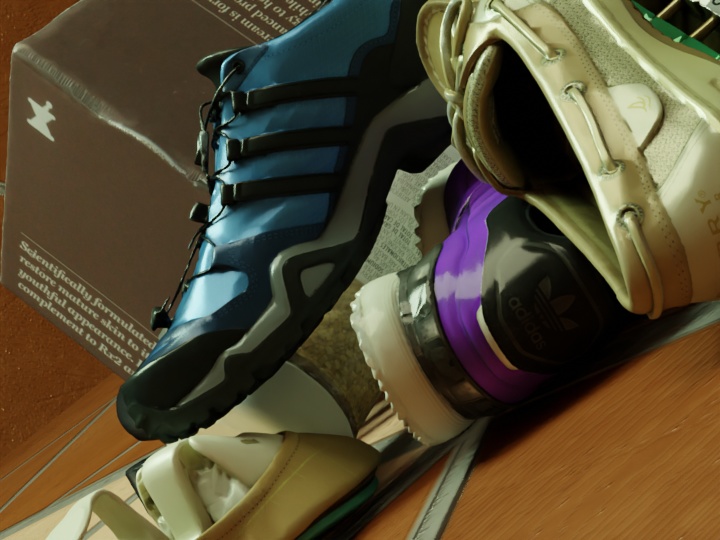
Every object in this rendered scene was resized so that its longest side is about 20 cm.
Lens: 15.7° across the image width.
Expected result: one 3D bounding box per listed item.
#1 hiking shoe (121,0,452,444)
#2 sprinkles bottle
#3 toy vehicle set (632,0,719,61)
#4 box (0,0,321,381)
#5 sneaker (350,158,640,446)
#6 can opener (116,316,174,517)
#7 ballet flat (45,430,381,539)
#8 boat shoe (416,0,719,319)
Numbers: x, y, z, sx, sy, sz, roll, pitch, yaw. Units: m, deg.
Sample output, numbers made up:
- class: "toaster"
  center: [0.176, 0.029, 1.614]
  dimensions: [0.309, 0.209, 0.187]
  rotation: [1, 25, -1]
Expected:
- class: "hiking shoe"
  center: [-0.030, -0.032, 0.901]
  dimensions: [0.200, 0.087, 0.074]
  rotation: [-54, 1, -19]
- class: "sprinkles bottle"
  center: [0.000, 0.000, 0.991]
  dimensions: [0.068, 0.068, 0.200]
  rotation: [-32, 21, 53]
- class: "toy vehicle set"
  center: [0.137, -0.099, 0.794]
  dimensions: [0.124, 0.027, 0.200]
  rotation: [-41, 36, -4]
- class: "box"
  center: [-0.038, -0.052, 1.203]
  dimensions: [0.200, 0.166, 0.164]
  rotation: [-39, -24, -34]
- class: "sneaker"
  center: [0.069, -0.007, 0.879]
  dimensions: [0.099, 0.070, 0.200]
  rotation: [-29, 11, 20]
- class: "can opener"
  center: [-0.011, 0.033, 1.066]
  dimensions: [0.200, 0.079, 0.063]
  rotation: [-25, 13, 11]
- class: "ballet flat"
  center: [-0.056, 0.087, 0.831]
  dimensions: [0.069, 0.063, 0.200]
  rotation: [-34, 4, 34]
- class: "boat shoe"
  center: [0.059, -0.043, 0.778]
  dimensions: [0.063, 0.073, 0.201]
  rotation: [-23, 34, -16]
